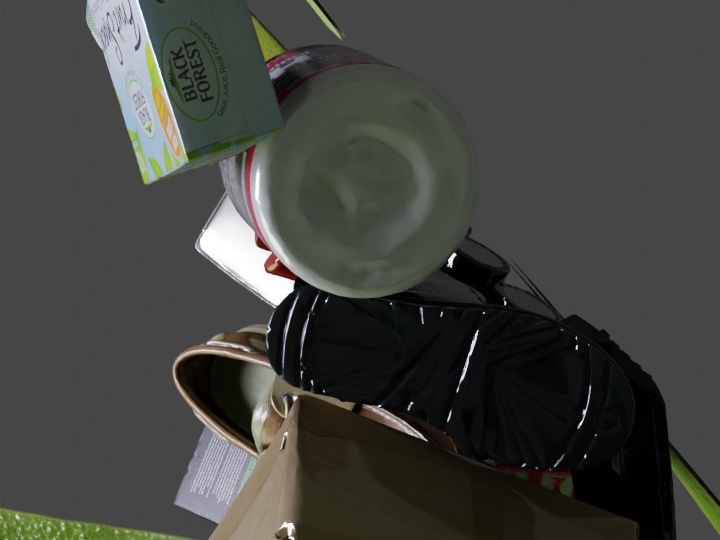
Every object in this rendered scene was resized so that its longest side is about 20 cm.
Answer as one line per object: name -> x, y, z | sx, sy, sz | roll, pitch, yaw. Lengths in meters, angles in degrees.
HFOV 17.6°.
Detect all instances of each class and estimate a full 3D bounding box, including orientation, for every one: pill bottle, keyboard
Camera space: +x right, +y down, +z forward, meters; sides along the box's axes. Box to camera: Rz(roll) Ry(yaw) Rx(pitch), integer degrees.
pill bottle -> -0.013, -0.056, 1.172 | 0.111, 0.110, 0.200 | 51, 178, -14
keyboard -> 0.140, 0.081, 1.256 | 0.104, 0.040, 0.201 | 39, 159, 28

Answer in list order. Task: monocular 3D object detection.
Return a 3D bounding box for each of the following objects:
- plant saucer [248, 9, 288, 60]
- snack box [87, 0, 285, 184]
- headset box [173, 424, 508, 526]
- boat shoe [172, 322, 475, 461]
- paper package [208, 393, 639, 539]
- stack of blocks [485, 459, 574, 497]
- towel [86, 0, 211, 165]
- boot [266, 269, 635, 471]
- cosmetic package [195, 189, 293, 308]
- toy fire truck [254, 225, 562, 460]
plant saucer -> -0.067, -0.131, 1.628 | 0.200, 0.048, 0.200 | 45, 180, -19
snack box -> -0.098, -0.147, 1.060 | 0.142, 0.053, 0.202 | 172, 80, -78
headset box -> 0.026, 0.146, 1.350 | 0.199, 0.093, 0.174 | 18, 172, 41
boat shoe -> -0.026, 0.086, 1.242 | 0.073, 0.076, 0.199 | -1, -164, -44
paper package -> 0.016, 0.182, 1.163 | 0.199, 0.191, 0.104 | 21, -138, -14
stack of blocks -> 0.087, 0.098, 1.528 | 0.058, 0.116, 0.200 | 7, -167, -15
towel -> -0.114, -0.169, 1.201 | 0.149, 0.030, 0.201 | 53, 153, 38
boot -> 0.046, 0.040, 1.189 | 0.196, 0.074, 0.162 | 13, -173, 6
cosmetic package -> -0.024, -0.012, 1.705 | 0.103, 0.088, 0.200 | 36, -175, 24
toy fire truck -> 0.000, 0.000, 1.340 | 0.199, 0.129, 0.176 | 16, -160, -35
